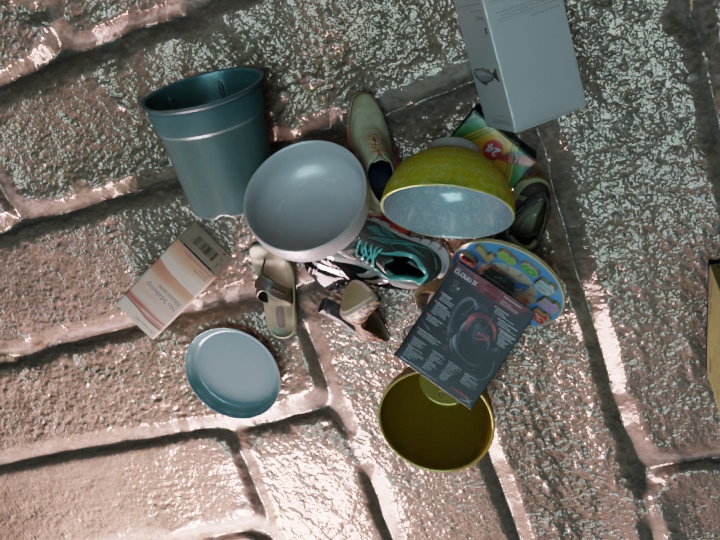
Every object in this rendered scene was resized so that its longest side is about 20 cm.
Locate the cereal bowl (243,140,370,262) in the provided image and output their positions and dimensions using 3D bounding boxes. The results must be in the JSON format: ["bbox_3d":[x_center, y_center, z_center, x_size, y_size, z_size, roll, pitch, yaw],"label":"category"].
[{"bbox_3d":[-0.076,-0.098,1.232,0.198,0.202,0.083,-1,154,16],"label":"cereal bowl"}]

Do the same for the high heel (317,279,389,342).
[{"bbox_3d":[0.027,0.077,1.348,0.142,0.072,0.200,28,161,-20],"label":"high heel"}]

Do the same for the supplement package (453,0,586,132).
[{"bbox_3d":[0.225,-0.313,1.130,0.116,0.117,0.201,-21,107,-7],"label":"supplement package"}]

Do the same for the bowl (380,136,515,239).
[{"bbox_3d":[0.134,-0.133,1.187,0.198,0.200,0.109,3,72,13],"label":"bowl"}]

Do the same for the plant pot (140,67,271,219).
[{"bbox_3d":[-0.229,-0.202,1.289,0.198,0.201,0.197,-3,121,16],"label":"plant pot"}]

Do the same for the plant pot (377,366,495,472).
[{"bbox_3d":[0.141,0.228,1.391,0.198,0.142,0.202,5,113,12],"label":"plant pot"}]

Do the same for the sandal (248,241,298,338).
[{"bbox_3d":[-0.155,0.040,1.434,0.079,0.057,0.202,-1,116,21],"label":"sandal"}]

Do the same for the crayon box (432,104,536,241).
[{"bbox_3d":[0.170,-0.146,1.274,0.127,0.051,0.200,37,117,-3],"label":"crayon box"}]

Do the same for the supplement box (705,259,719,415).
[{"bbox_3d":[0.600,0.109,1.184,0.133,0.200,0.202,-2,112,16],"label":"supplement box"}]

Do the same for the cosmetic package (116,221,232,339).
[{"bbox_3d":[-0.343,0.020,1.462,0.103,0.087,0.200,44,116,-7],"label":"cosmetic package"}]

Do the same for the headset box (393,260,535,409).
[{"bbox_3d":[0.169,0.091,1.248,0.148,0.075,0.201,33,93,9],"label":"headset box"}]

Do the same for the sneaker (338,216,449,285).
[{"bbox_3d":[0.036,-0.028,1.233,0.198,0.091,0.078,15,112,14],"label":"sneaker"}]

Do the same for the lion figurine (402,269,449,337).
[{"bbox_3d":[0.132,0.059,1.340,0.122,0.072,0.202,-14,120,-22],"label":"lion figurine"}]

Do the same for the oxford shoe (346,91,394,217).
[{"bbox_3d":[0.026,-0.189,1.255,0.070,0.074,0.202,-11,90,-15],"label":"oxford shoe"}]

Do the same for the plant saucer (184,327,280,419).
[{"bbox_3d":[-0.245,0.196,1.546,0.198,0.027,0.202,6,114,13],"label":"plant saucer"}]

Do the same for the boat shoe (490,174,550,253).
[{"bbox_3d":[0.252,-0.055,1.264,0.073,0.065,0.201,7,129,-2],"label":"boat shoe"}]

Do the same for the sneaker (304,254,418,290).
[{"bbox_3d":[0.000,0.000,1.375,0.199,0.074,0.112,21,142,-16],"label":"sneaker"}]

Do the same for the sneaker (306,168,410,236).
[{"bbox_3d":[-0.006,-0.108,1.304,0.199,0.074,0.087,20,114,0],"label":"sneaker"}]

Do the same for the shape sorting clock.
[{"bbox_3d":[0.236,0.025,1.293,0.199,0.039,0.201,21,148,14],"label":"shape sorting clock"}]
